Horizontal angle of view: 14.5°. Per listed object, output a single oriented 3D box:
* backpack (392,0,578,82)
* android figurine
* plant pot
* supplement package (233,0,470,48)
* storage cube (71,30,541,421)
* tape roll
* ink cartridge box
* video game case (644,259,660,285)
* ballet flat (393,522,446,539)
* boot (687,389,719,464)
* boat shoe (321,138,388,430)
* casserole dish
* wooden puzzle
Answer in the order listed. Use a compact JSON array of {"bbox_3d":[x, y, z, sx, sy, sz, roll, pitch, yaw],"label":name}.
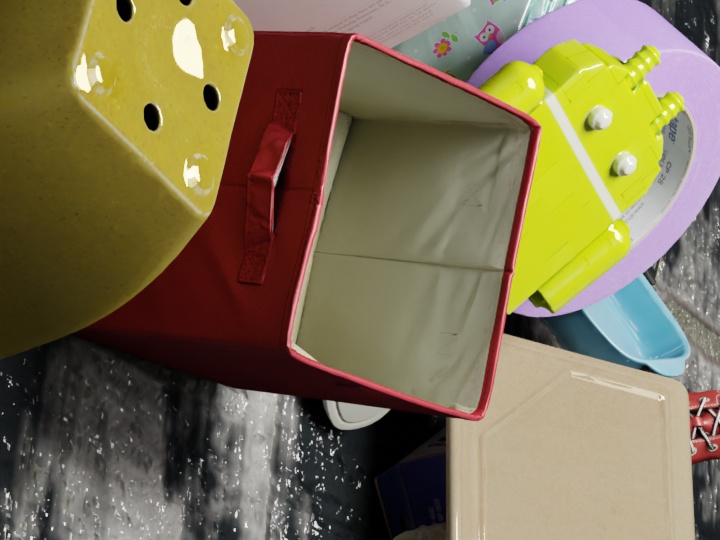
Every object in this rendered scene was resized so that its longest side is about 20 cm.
[{"bbox_3d":[0.083,-0.160,1.828,0.127,0.166,0.201,38,67,-48],"label":"backpack"},{"bbox_3d":[0.105,-0.053,1.665,0.200,0.041,0.182,-39,137,-6],"label":"android figurine"},{"bbox_3d":[-0.167,-0.084,1.354,0.196,0.199,0.195,46,45,-43],"label":"plant pot"},{"bbox_3d":[-0.049,-0.208,1.531,0.200,0.119,0.122,29,46,-43],"label":"supplement package"},{"bbox_3d":[-0.035,-0.024,1.527,0.200,0.179,0.172,21,78,-50],"label":"storage cube"},{"bbox_3d":[0.136,-0.070,1.769,0.200,0.066,0.201,-26,140,-24],"label":"tape roll"},{"bbox_3d":[0.081,0.145,1.844,0.200,0.039,0.100,-32,110,-56],"label":"ink cartridge box"},{"bbox_3d":[0.182,-0.118,2.085,0.200,0.025,0.181,53,42,-36],"label":"video game case"},{"bbox_3d":[0.099,0.198,1.768,0.199,0.072,0.072,12,71,-33],"label":"ballet flat"},{"bbox_3d":[0.200,0.102,1.876,0.200,0.144,0.073,7,75,-63],"label":"boot"},{"bbox_3d":[0.000,0.000,1.693,0.074,0.060,0.201,-16,127,-31],"label":"boat shoe"},{"bbox_3d":[0.143,0.003,1.911,0.121,0.039,0.200,0,51,-57],"label":"casserole dish"},{"bbox_3d":[0.128,0.137,1.758,0.199,0.037,0.186,18,58,-30],"label":"wooden puzzle"}]
